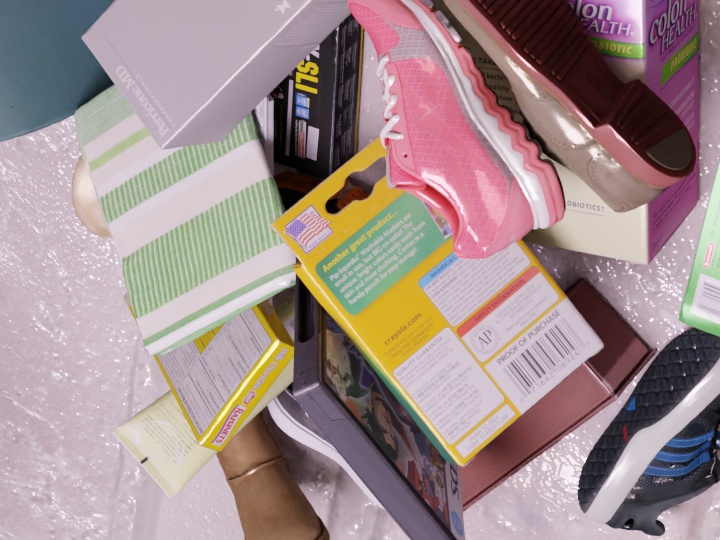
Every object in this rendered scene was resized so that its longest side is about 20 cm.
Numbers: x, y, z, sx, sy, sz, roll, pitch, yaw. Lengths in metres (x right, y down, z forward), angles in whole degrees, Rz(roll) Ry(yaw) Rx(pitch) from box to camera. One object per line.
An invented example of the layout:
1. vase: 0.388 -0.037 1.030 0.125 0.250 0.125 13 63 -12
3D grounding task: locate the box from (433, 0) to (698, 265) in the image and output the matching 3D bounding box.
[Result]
1. box: 0.125 -0.125 1.245 0.175 0.097 0.201 11 124 28

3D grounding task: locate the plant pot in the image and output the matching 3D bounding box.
1. plant pot: -0.292 -0.165 1.423 0.141 0.200 0.142 -4 115 34

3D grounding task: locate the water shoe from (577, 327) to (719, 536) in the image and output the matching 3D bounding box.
1. water shoe: 0.233 0.114 1.356 0.079 0.072 0.200 21 131 -15

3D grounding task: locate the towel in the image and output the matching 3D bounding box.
1. towel: -0.127 -0.057 1.368 0.152 0.023 0.201 -27 74 28

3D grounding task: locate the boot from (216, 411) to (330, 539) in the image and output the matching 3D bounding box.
1. boot: -0.102 0.128 1.521 0.200 0.066 0.175 69 168 -20

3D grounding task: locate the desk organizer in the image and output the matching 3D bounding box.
1. desk organizer: 0.118 0.096 1.404 0.077 0.072 0.200 48 132 2

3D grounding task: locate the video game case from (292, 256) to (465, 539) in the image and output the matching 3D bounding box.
1. video game case: 0.014 0.084 1.311 0.025 0.181 0.200 -24 125 18

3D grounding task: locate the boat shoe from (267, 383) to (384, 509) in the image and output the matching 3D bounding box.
1. boat shoe: -0.009 0.113 1.463 0.200 0.070 0.066 42 139 47

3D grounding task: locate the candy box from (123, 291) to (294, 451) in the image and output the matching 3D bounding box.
1. candy box: -0.118 0.039 1.435 0.102 0.026 0.200 -54 38 16

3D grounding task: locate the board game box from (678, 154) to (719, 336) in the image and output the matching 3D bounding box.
1. board game box: 0.256 -0.071 1.123 0.040 0.200 0.153 22 128 19

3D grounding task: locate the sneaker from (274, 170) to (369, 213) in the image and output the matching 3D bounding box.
1. sneaker: 0.000 0.000 1.423 0.200 0.076 0.092 31 141 19

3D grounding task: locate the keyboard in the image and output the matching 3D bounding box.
1. keyboard: -0.080 -0.058 1.399 0.056 0.011 0.200 48 146 43

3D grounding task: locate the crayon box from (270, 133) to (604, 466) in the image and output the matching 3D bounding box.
1. crayon box: 0.047 0.011 1.232 0.200 0.126 0.052 52 172 -5

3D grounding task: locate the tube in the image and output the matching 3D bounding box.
1. tube: -0.094 0.085 1.456 0.052 0.200 0.058 54 166 -20

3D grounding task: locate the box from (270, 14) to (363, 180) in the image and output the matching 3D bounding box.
1. box: -0.076 -0.178 1.376 0.159 0.049 0.201 17 125 21

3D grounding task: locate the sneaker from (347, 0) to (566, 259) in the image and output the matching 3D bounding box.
1. sneaker: 0.041 -0.095 1.170 0.200 0.087 0.074 54 173 8

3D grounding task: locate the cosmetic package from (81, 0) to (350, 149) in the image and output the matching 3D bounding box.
1. cosmetic package: -0.082 -0.183 1.271 0.200 0.090 0.107 -43 78 24

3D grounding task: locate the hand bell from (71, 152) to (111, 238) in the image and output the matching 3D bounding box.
1. hand bell: -0.118 -0.037 1.411 0.200 0.104 0.104 29 133 41

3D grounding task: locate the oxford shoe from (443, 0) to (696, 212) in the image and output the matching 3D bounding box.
1. oxford shoe: 0.111 -0.112 1.153 0.200 0.070 0.075 47 139 2
